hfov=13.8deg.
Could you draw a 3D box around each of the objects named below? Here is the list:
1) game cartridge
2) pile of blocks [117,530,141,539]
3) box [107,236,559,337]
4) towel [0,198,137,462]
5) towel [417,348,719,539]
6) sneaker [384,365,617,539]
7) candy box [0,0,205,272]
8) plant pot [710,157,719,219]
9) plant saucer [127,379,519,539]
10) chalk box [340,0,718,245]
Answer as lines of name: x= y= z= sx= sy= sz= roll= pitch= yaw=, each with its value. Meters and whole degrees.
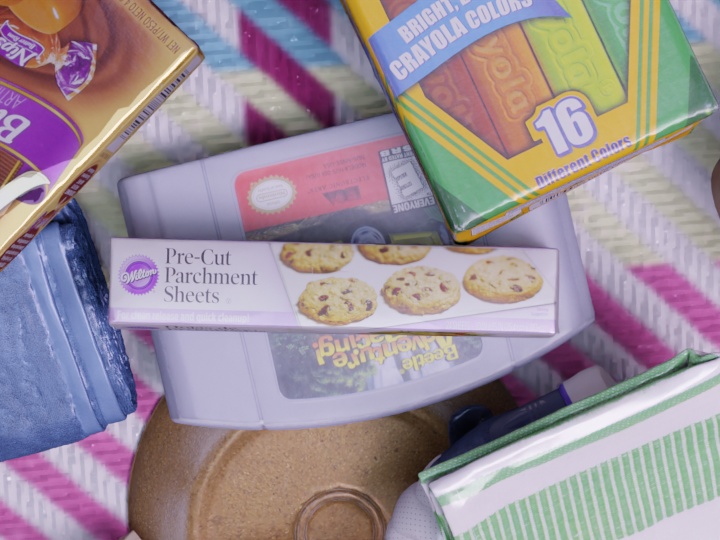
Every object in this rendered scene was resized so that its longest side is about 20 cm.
game cartridge: x=0.000 y=0.000 z=1.347 sx=0.199 sy=0.041 sz=0.134 roll=-14 pitch=91 yaw=1
pile of blocks: x=-0.058 y=0.178 z=1.352 sx=0.199 sy=0.062 sz=0.082 roll=7 pitch=122 yaw=27
box: x=-0.011 y=0.008 z=1.309 sx=0.199 sy=0.039 sz=0.042 roll=2 pitch=86 yaw=1
towel: x=-0.209 y=0.044 z=1.360 sx=0.199 sy=0.049 sz=0.112 roll=-16 pitch=104 yaw=0
towel: x=0.122 y=0.139 z=1.317 sx=0.152 sy=0.023 sz=0.201 roll=-25 pitch=121 yaw=-4
sneaker: x=0.095 y=0.144 z=1.372 sx=0.146 sy=0.081 sz=0.200 roll=-34 pitch=127 yaw=7
candy box: x=-0.178 y=-0.064 z=1.300 sx=0.117 sy=0.056 sz=0.200 roll=43 pitch=91 yaw=2
plant pot: x=0.254 y=-0.053 z=1.298 sx=0.200 sy=0.200 sz=0.173 roll=44 pitch=115 yaw=-13
plant saucer: x=-0.011 y=0.117 z=1.397 sx=0.199 sy=0.035 sz=0.201 roll=-1 pitch=106 yaw=-2
chalk box: x=0.052 y=-0.128 z=1.271 sx=0.124 sy=0.124 sz=0.201 roll=-26 pitch=88 yaw=0
